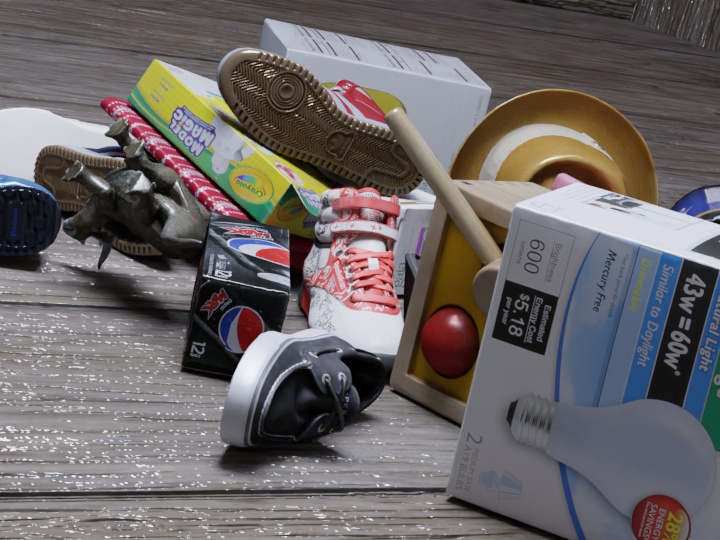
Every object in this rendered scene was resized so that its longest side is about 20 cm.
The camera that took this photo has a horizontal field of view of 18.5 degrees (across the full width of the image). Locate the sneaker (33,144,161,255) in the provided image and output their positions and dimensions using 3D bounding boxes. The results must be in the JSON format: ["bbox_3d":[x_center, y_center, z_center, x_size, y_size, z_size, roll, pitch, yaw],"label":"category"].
[{"bbox_3d":[-0.174,-0.062,1.821,0.108,0.070,0.200,0,16,-40],"label":"sneaker"}]

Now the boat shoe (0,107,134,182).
[{"bbox_3d":[-0.251,-0.102,1.927,0.200,0.072,0.068,-2,-2,-28],"label":"boat shoe"}]

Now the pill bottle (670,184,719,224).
[{"bbox_3d":[0.335,-0.018,2.054,0.112,0.112,0.200,14,13,2],"label":"pill bottle"}]

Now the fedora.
[{"bbox_3d":[0.173,-0.054,1.870,0.200,0.201,0.082,9,13,-18],"label":"fedora"}]

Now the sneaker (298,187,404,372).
[{"bbox_3d":[-0.001,0.000,1.658,0.067,0.108,0.201,10,14,-14],"label":"sneaker"}]

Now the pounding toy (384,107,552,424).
[{"bbox_3d":[0.105,0.010,1.527,0.142,0.200,0.184,-1,20,-46],"label":"pounding toy"}]

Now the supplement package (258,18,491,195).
[{"bbox_3d":[-0.002,-0.136,2.111,0.200,0.152,0.151,10,15,-14],"label":"supplement package"}]

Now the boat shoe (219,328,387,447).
[{"bbox_3d":[-0.030,0.079,1.415,0.066,0.070,0.200,16,6,14],"label":"boat shoe"}]

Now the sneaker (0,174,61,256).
[{"bbox_3d":[-0.324,-0.049,1.653,0.200,0.066,0.078,10,3,-19],"label":"sneaker"}]

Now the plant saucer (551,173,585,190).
[{"bbox_3d":[0.234,-0.010,1.747,0.200,0.051,0.201,29,5,-3],"label":"plant saucer"}]

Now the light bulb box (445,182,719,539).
[{"bbox_3d":[0.183,0.070,1.366,0.200,0.198,0.125,18,16,21],"label":"light bulb box"}]

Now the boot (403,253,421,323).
[{"bbox_3d":[0.122,0.020,1.699,0.174,0.069,0.200,2,8,5],"label":"boot"}]

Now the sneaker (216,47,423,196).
[{"bbox_3d":[-0.045,-0.133,1.827,0.200,0.071,0.112,30,10,-27],"label":"sneaker"}]

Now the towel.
[{"bbox_3d":[-0.114,-0.067,1.815,0.200,0.022,0.145,43,13,27],"label":"towel"}]

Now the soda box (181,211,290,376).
[{"bbox_3d":[-0.087,0.016,1.587,0.063,0.071,0.200,13,14,-6],"label":"soda box"}]

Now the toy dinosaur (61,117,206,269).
[{"bbox_3d":[-0.150,-0.047,1.612,0.200,0.077,0.102,14,-27,48],"label":"toy dinosaur"}]

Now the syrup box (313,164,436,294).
[{"bbox_3d":[-0.020,-0.048,1.893,0.200,0.079,0.081,24,16,36],"label":"syrup box"}]

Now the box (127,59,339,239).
[{"bbox_3d":[-0.088,-0.089,1.812,0.200,0.048,0.117,41,12,26],"label":"box"}]
